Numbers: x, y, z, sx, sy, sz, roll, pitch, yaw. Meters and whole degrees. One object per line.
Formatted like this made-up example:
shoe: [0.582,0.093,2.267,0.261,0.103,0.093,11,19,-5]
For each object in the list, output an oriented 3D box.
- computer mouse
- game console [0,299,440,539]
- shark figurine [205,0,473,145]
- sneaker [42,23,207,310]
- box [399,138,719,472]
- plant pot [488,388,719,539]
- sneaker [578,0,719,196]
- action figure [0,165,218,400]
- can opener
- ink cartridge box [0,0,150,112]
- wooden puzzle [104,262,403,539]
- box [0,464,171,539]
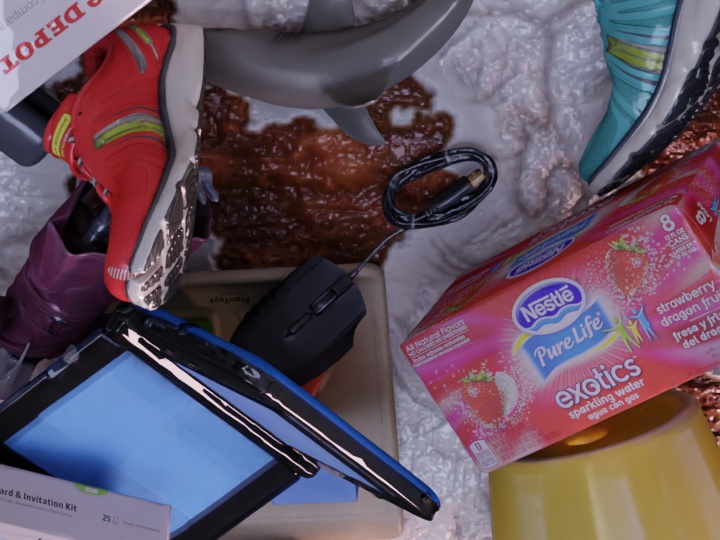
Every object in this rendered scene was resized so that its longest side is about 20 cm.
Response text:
computer mouse: [0.000,0.000,1.357,0.200,0.034,0.059,-44,90,6]
game console: [-0.084,0.113,1.307,0.200,0.170,0.119,40,78,-45]
shark figurine: [0.015,-0.130,1.286,0.214,0.090,0.128,-33,112,20]
sneaker: [-0.128,-0.056,1.240,0.084,0.201,0.077,4,133,-4]
box: [0.135,0.021,1.314,0.199,0.100,0.096,-28,100,33]
plant pot: [0.158,0.179,1.388,0.199,0.201,0.190,-14,100,10]
sneaker: [0.165,-0.133,1.295,0.079,0.077,0.201,32,123,19]
action figure: [-0.176,0.005,1.340,0.133,0.150,0.200,11,141,-35]
can opener: [-0.243,-0.143,1.309,0.200,0.053,0.067,37,114,-16]
ink cartridge box: [-0.196,-0.207,1.236,0.145,0.084,0.200,-37,111,0]
wooden puzzle: [-0.071,0.092,1.426,0.184,0.046,0.201,-3,117,4]
box: [-0.231,0.153,1.333,0.199,0.041,0.156,18,148,-27]
